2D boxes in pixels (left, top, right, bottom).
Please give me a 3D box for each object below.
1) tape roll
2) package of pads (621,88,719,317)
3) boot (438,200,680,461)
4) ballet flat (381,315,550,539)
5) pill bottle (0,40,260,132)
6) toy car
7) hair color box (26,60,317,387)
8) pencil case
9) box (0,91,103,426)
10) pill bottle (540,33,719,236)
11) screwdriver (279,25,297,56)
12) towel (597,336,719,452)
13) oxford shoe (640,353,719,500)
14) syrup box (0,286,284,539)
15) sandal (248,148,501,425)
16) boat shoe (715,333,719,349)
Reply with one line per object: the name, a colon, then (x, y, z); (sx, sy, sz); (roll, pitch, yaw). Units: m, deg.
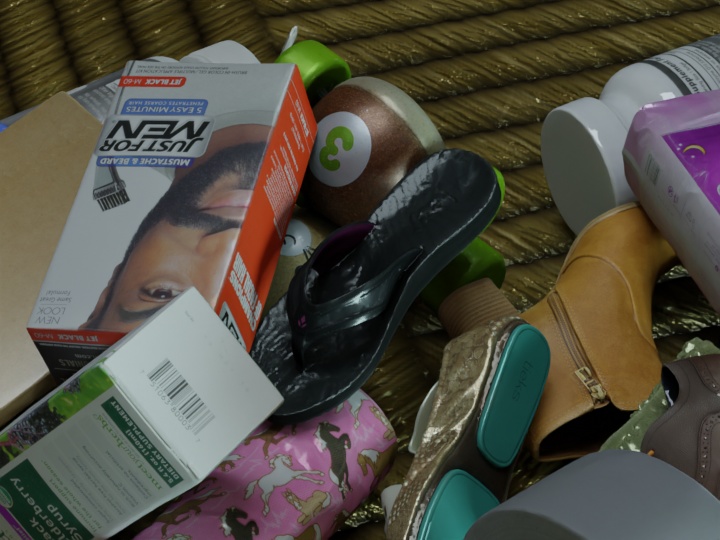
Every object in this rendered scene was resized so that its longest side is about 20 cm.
tape roll: (0.132, 0.187, 1.065); (0.066, 0.201, 0.200); (-28, 44, -27)
package of pads: (0.247, -0.027, 1.333); (0.120, 0.076, 0.200); (-13, 42, -15)
boot: (0.159, 0.040, 1.371); (0.201, 0.071, 0.144); (-22, 47, -18)
ballet flat: (0.050, 0.115, 1.270); (0.065, 0.071, 0.200); (-9, 45, 43)
pill bottle: (-0.153, -0.073, 1.493); (0.200, 0.114, 0.114); (-26, 43, -27)
toy car: (-0.036, -0.011, 1.392); (0.200, 0.158, 0.164); (-40, 60, -23)
hair color box: (-0.104, -0.027, 1.297); (0.110, 0.064, 0.201); (2, 54, 18)
pencil case: (-0.064, 0.135, 1.247); (0.086, 0.083, 0.200); (42, 52, 10)
box: (-0.203, -0.005, 1.348); (0.200, 0.021, 0.163); (-37, 62, -23)
pill bottle: (0.226, -0.091, 1.485); (0.199, 0.116, 0.116); (-21, 41, -20)
screwdriver: (-0.077, -0.066, 1.460); (0.029, 0.028, 0.201); (18, 81, 53)
towel: (0.198, 0.129, 1.249); (0.148, 0.037, 0.200); (31, 49, 18)
oxford shoe: (0.180, 0.120, 1.189); (0.073, 0.071, 0.200); (6, 38, 8)
syrup box: (-0.136, 0.093, 1.211); (0.079, 0.200, 0.081); (51, 47, -4)
sandal: (0.000, -0.001, 1.276); (0.075, 0.048, 0.201); (25, 65, 34)
boat shoe: (0.261, 0.007, 1.399); (0.075, 0.062, 0.200); (17, 43, 22)
